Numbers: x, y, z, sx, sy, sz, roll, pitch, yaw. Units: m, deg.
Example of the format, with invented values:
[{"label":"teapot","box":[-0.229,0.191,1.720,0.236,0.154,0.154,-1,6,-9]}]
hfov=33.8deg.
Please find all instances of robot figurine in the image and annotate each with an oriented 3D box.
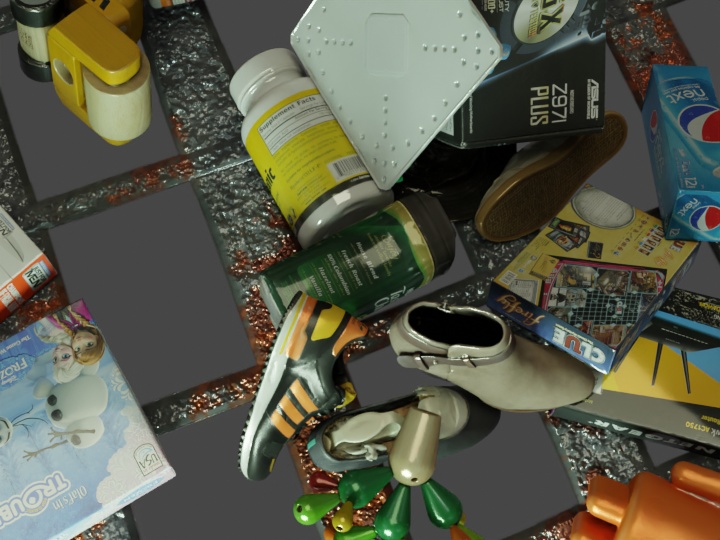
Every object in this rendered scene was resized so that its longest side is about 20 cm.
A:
[{"label":"robot figurine","box":[0.292,0.261,1.083,0.197,0.117,0.145,23,64,9]}]

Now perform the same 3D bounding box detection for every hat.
[{"label":"hat","box":[0.072,-0.146,1.255,0.197,0.081,0.204,0,70,0]}]

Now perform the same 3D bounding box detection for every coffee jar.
[{"label":"coffee jar","box":[0.000,0.000,1.186,0.198,0.104,0.086,-28,79,-10]}]

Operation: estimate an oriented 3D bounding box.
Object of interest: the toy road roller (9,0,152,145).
[{"label":"toy road roller","box":[-0.274,-0.252,1.276,0.200,0.123,0.146,42,63,15]}]

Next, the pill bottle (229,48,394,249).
[{"label":"pill bottle","box":[-0.057,-0.127,1.231,0.110,0.112,0.202,-26,71,-10]}]

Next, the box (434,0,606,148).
[{"label":"box","box":[0.152,-0.233,1.168,0.161,0.086,0.204,-8,107,-20]}]

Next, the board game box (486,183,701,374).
[{"label":"board game box","box":[0.230,0.002,1.155,0.134,0.035,0.200,30,47,22]}]

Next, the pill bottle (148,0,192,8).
[{"label":"pill bottle","box":[-0.150,-0.369,1.322,0.196,0.114,0.116,-13,69,-6]}]

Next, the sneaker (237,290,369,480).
[{"label":"sneaker","box":[-0.053,0.123,1.110,0.089,0.070,0.203,19,113,2]}]

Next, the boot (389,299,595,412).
[{"label":"boot","box":[0.123,0.077,1.086,0.196,0.147,0.071,5,71,6]}]

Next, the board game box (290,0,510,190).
[{"label":"board game box","box":[0.033,-0.216,1.137,0.026,0.200,0.202,-12,63,-45]}]

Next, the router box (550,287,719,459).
[{"label":"router box","box":[0.301,0.093,1.178,0.196,0.051,0.151,14,71,5]}]

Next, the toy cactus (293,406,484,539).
[{"label":"toy cactus","box":[0.039,0.211,1.100,0.197,0.102,0.168,18,89,-8]}]

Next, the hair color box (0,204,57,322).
[{"label":"hair color box","box":[-0.421,0.022,1.196,0.200,0.064,0.111,-42,73,-14]}]

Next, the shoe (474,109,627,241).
[{"label":"shoe","box":[0.196,-0.102,1.259,0.199,0.070,0.053,-37,33,-10]}]

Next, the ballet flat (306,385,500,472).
[{"label":"ballet flat","box":[0.044,0.150,1.147,0.196,0.073,0.074,-12,69,-5]}]

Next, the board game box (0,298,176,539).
[{"label":"board game box","box":[-0.312,0.161,1.153,0.198,0.043,0.201,-30,73,-11]}]

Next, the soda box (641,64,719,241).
[{"label":"soda box","box":[0.337,-0.124,1.220,0.063,0.068,0.202,2,46,1]}]
